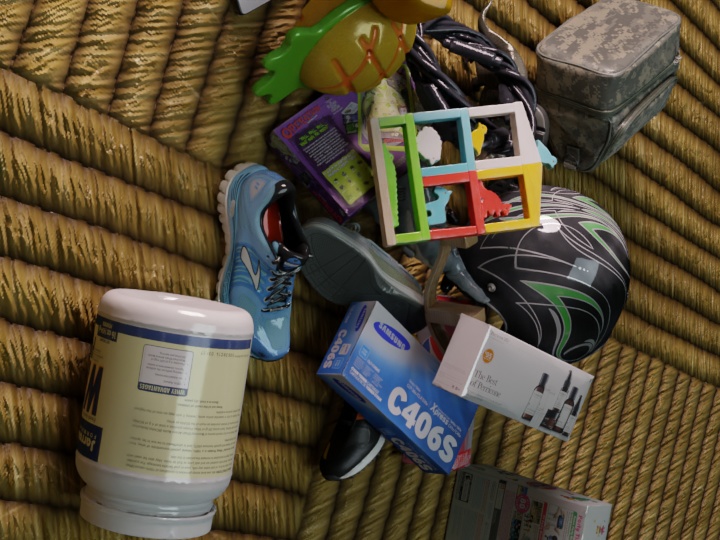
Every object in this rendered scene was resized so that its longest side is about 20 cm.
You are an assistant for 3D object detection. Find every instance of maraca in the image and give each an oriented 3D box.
[{"bbox_3d":[-0.024,-0.229,1.217,0.198,0.107,0.138,-29,161,-29],"label":"maraca"}]

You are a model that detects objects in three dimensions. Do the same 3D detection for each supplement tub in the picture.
[{"bbox_3d":[-0.179,0.127,1.093,0.144,0.144,0.204,7,92,-47],"label":"supplement tub"}]

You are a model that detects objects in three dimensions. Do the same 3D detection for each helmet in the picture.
[{"bbox_3d":[0.211,-0.003,1.393,0.200,0.198,0.192,-47,139,-30],"label":"helmet"}]

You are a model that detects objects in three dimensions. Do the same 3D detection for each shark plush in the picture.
[{"bbox_3d":[0.074,-0.047,1.327,0.090,0.083,0.202,-7,67,-39],"label":"shark plush"}]

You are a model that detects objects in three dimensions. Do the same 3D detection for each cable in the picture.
[{"bbox_3d":[0.119,-0.218,1.331,0.162,0.051,0.202,-18,70,-41],"label":"cable"}]

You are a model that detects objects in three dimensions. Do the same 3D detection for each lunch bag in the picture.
[{"bbox_3d":[0.327,-0.242,1.586,0.200,0.138,0.170,-40,141,-34],"label":"lunch bag"}]

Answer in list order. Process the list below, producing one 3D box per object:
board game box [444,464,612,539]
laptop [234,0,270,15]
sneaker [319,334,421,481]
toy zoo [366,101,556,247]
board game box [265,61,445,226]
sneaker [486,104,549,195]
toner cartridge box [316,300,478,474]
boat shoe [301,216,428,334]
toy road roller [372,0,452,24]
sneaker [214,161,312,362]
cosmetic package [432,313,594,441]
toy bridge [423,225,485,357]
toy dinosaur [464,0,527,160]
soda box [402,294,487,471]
[{"bbox_3d":[0.203,0.339,1.509,0.064,0.198,0.150,10,91,-47],"label":"board game box"},{"bbox_3d":[-0.042,-0.374,1.164,0.199,0.115,0.190,-38,123,-36],"label":"laptop"},{"bbox_3d":[0.001,0.140,1.358,0.090,0.069,0.201,52,59,-24],"label":"sneaker"},{"bbox_3d":[0.110,-0.102,1.246,0.197,0.020,0.134,-7,87,-13],"label":"toy zoo"},{"bbox_3d":[0.007,-0.146,1.279,0.120,0.032,0.199,50,56,1],"label":"board game box"},{"bbox_3d":[0.196,-0.109,1.506,0.079,0.074,0.203,-24,133,-72],"label":"sneaker"},{"bbox_3d":[0.045,0.130,1.322,0.200,0.043,0.096,44,58,-32],"label":"toner cartridge box"},{"bbox_3d":[0.002,0.000,1.319,0.201,0.074,0.065,33,32,-34],"label":"boat shoe"},{"bbox_3d":[0.025,-0.313,1.119,0.197,0.123,0.149,5,91,-21],"label":"toy road roller"},{"bbox_3d":[-0.093,-0.003,1.201,0.078,0.089,0.204,-20,113,-43],"label":"sneaker"},{"bbox_3d":[0.170,0.119,1.311,0.199,0.050,0.084,25,85,-42],"label":"cosmetic package"},{"bbox_3d":[0.103,0.048,1.314,0.027,0.066,0.203,-34,123,-48],"label":"toy bridge"},{"bbox_3d":[0.164,-0.212,1.431,0.076,0.101,0.204,10,91,-47],"label":"toy dinosaur"},{"bbox_3d":[0.101,0.134,1.446,0.063,0.069,0.204,0,97,-64],"label":"soda box"}]
